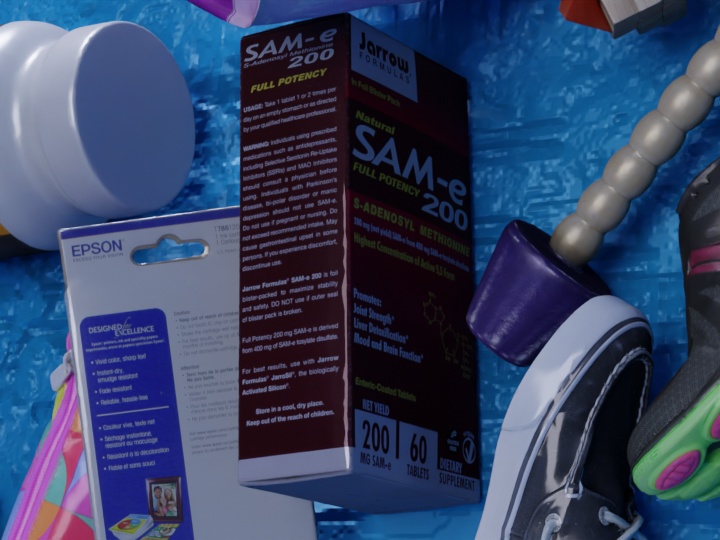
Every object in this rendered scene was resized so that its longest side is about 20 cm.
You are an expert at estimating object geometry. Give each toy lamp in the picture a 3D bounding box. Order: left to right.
[{"bbox_3d":[0.117,-0.045,0.870,0.058,0.058,0.200,47,109,34],"label":"toy lamp"}]

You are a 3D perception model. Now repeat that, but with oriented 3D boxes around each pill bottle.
[{"bbox_3d":[-0.190,-0.063,1.052,0.200,0.116,0.116,-8,73,33],"label":"pill bottle"}]

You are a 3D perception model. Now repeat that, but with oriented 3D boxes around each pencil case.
[{"bbox_3d":[-0.129,0.117,0.982,0.088,0.088,0.200,14,86,36],"label":"pencil case"}]

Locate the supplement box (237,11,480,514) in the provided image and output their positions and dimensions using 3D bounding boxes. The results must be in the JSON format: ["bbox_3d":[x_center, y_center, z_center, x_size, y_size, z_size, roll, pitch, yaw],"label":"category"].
[{"bbox_3d":[0.000,0.000,0.909,0.061,0.109,0.200,-11,72,31],"label":"supplement box"}]

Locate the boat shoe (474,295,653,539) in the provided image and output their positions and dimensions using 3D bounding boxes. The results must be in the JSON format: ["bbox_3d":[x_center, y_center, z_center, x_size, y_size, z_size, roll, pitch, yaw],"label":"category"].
[{"bbox_3d":[0.086,0.112,0.843,0.068,0.072,0.200,24,94,38],"label":"boat shoe"}]

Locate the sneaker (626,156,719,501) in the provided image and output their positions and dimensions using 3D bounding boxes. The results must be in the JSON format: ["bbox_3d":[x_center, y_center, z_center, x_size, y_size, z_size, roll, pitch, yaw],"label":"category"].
[{"bbox_3d":[0.162,0.002,0.827,0.084,0.077,0.200,26,83,43],"label":"sneaker"}]

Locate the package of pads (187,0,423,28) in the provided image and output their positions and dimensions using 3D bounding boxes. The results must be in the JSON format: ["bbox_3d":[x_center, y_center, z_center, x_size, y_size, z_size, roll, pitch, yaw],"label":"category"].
[{"bbox_3d":[-0.009,-0.166,0.906,0.120,0.200,0.076,31,124,37],"label":"package of pads"}]

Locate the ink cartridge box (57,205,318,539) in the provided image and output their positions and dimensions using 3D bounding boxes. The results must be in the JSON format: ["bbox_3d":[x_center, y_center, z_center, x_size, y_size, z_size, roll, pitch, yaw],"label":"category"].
[{"bbox_3d":[-0.073,0.074,0.926,0.099,0.039,0.200,-6,90,-1],"label":"ink cartridge box"}]

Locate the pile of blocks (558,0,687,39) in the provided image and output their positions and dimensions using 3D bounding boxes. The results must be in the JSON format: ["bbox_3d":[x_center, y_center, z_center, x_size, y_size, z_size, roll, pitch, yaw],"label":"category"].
[{"bbox_3d":[0.070,-0.180,0.865,0.062,0.082,0.200,-26,105,5],"label":"pile of blocks"}]
